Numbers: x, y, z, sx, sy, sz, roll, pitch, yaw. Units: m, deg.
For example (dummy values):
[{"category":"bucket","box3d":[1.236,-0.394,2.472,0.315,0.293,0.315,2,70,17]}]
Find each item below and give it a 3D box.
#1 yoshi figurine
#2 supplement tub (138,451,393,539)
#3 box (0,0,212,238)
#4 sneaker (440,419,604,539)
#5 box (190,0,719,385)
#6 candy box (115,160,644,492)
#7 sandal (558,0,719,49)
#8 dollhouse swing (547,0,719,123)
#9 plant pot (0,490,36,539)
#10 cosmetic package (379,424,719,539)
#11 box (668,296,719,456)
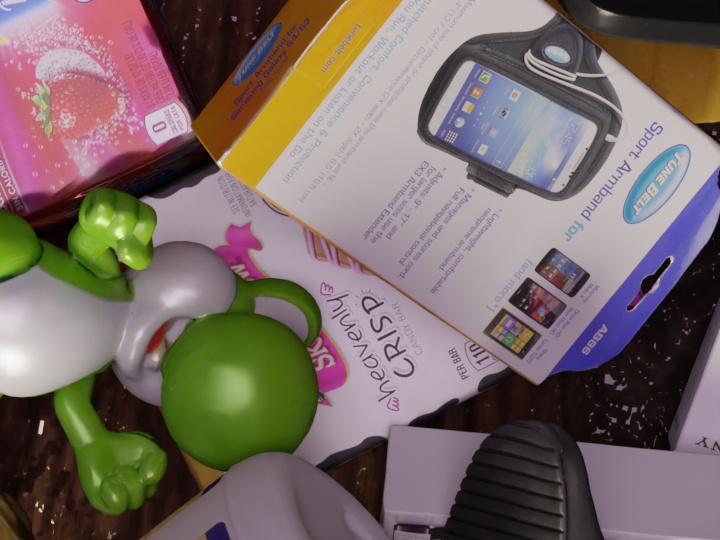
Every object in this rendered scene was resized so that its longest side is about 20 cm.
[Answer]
[{"category":"yoshi figurine","box3d":[-0.095,0.030,0.878,0.199,0.112,0.113,4,69,-30]},{"category":"supplement tub","box3d":[-0.066,0.177,0.863,0.200,0.145,0.146,-38,87,10]},{"category":"box","box3d":[-0.141,-0.121,0.977,0.095,0.100,0.201,-24,88,1]},{"category":"sneaker","box3d":[0.084,0.150,0.913,0.088,0.074,0.202,-10,105,-33]},{"category":"box","box3d":[0.047,-0.043,0.895,0.200,0.041,0.119,35,99,-35]},{"category":"candy box","box3d":[0.000,0.000,0.989,0.199,0.061,0.137,-28,88,1]},{"category":"sandal","box3d":[0.165,-0.113,0.896,0.199,0.045,0.075,1,51,-25]},{"category":"dollhouse swing","box3d":[0.072,-0.178,0.969,0.199,0.176,0.183,-6,123,-26]},{"category":"plant pot","box3d":[-0.239,0.124,0.935,0.200,0.196,0.195,-38,87,-8]},{"category":"cosmetic package","box3d":[0.106,0.116,0.963,0.198,0.083,0.051,5,45,0]},{"category":"box","box3d":[0.225,0.008,0.970,0.143,0.036,0.201,19,106,2]}]
